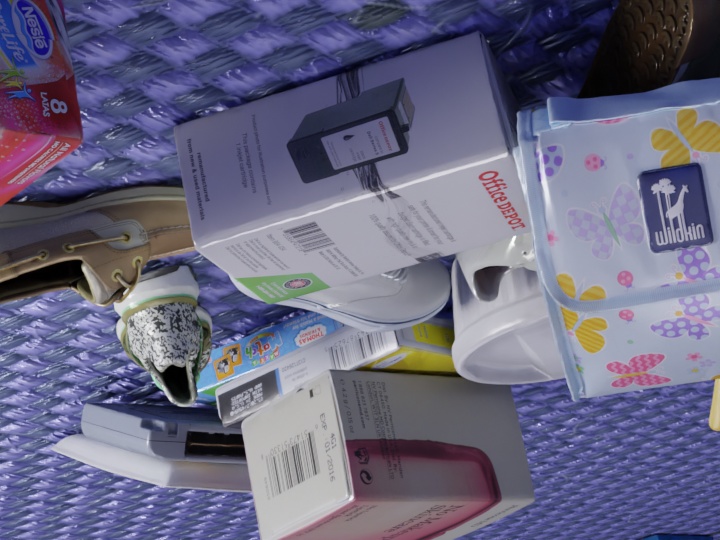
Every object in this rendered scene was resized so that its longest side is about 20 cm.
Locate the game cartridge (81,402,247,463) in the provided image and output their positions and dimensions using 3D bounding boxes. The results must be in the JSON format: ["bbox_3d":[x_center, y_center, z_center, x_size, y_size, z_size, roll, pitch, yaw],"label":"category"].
[{"bbox_3d":[-0.141,0.146,1.555,0.199,0.042,0.133,8,176,-39],"label":"game cartridge"}]

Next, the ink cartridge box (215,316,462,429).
[{"bbox_3d":[0.015,0.094,1.465,0.197,0.047,0.199,-28,152,33],"label":"ink cartridge box"}]

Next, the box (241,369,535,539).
[{"bbox_3d":[0.023,0.156,1.416,0.199,0.110,0.128,6,152,-39],"label":"box"}]

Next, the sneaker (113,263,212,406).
[{"bbox_3d":[-0.148,0.067,1.327,0.076,0.089,0.200,-12,161,-2],"label":"sneaker"}]

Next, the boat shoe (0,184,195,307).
[{"bbox_3d":[-0.174,-0.009,1.129,0.199,0.067,0.074,-8,161,-13],"label":"boat shoe"}]

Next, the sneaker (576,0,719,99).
[{"bbox_3d":[0.192,-0.117,1.047,0.089,0.067,0.200,-10,153,-20],"label":"sneaker"}]

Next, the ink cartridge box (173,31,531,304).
[{"bbox_3d":[0.006,-0.058,1.077,0.199,0.084,0.146,-16,161,11],"label":"ink cartridge box"}]

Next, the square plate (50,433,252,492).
[{"bbox_3d":[-0.154,0.176,1.617,0.197,0.029,0.199,8,179,-41],"label":"square plate"}]

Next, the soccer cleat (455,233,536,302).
[{"bbox_3d":[0.134,-0.044,1.206,0.069,0.078,0.200,1,157,-33],"label":"soccer cleat"}]

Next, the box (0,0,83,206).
[{"bbox_3d":[-0.238,-0.070,0.874,0.099,0.096,0.200,6,154,-44],"label":"box"}]

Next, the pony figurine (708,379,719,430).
[{"bbox_3d":[0.277,-0.012,1.180,0.192,0.167,0.201,-25,117,10],"label":"pony figurine"}]

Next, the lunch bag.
[{"bbox_3d":[0.183,-0.024,1.002,0.169,0.128,0.201,-7,137,10],"label":"lunch bag"}]

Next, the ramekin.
[{"bbox_3d":[0.162,0.014,1.361,0.201,0.095,0.203,-12,161,-4],"label":"ramekin"}]

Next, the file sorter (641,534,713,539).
[{"bbox_3d":[0.521,0.536,3.014,0.138,0.123,0.199,-26,156,34],"label":"file sorter"}]

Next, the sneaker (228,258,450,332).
[{"bbox_3d":[0.000,0.000,1.254,0.199,0.073,0.071,6,157,-41],"label":"sneaker"}]

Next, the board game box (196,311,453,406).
[{"bbox_3d":[-0.036,0.075,1.501,0.199,0.037,0.151,-23,158,26],"label":"board game box"}]
